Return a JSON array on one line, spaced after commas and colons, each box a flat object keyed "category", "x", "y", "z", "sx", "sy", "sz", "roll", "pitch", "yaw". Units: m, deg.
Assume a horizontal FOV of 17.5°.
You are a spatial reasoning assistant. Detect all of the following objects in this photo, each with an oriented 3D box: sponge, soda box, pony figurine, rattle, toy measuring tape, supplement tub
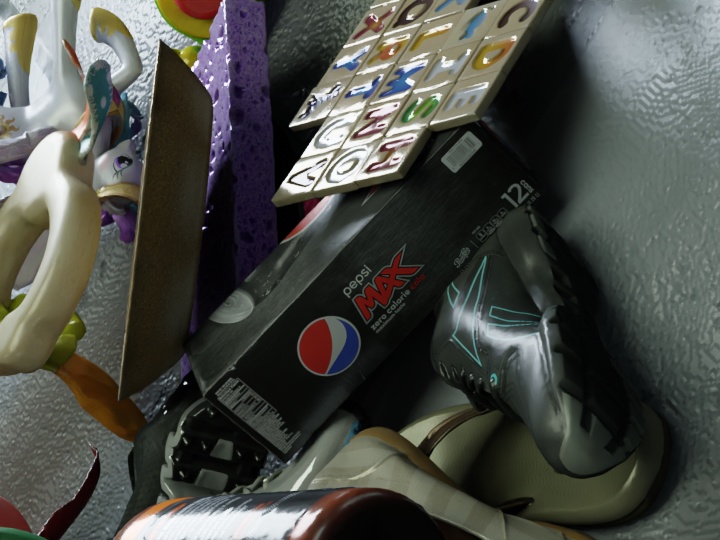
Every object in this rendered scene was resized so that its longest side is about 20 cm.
[{"category": "sponge", "x": -0.078, "y": -0.045, "z": 1.360, "sx": 0.112, "sy": 0.030, "sz": 0.201, "roll": 127, "pitch": 145, "yaw": -57}, {"category": "soda box", "x": 0.000, "y": 0.000, "z": 1.222, "sx": 0.200, "sy": 0.063, "sz": 0.071, "roll": -46, "pitch": 25, "yaw": 6}, {"category": "pony figurine", "x": -0.213, "y": -0.083, "z": 1.491, "sx": 0.193, "sy": 0.167, "sz": 0.200, "roll": -25, "pitch": 65, "yaw": 14}, {"category": "rattle", "x": -0.149, "y": -0.017, "z": 1.390, "sx": 0.130, "sy": 0.143, "sz": 0.200, "roll": -30, "pitch": 39, "yaw": 68}, {"category": "toy measuring tape", "x": -0.080, "y": -0.211, "z": 1.440, "sx": 0.074, "sy": 0.073, "sz": 0.200, "roll": 27, "pitch": 99, "yaw": 51}, {"category": "supplement tub", "x": -0.054, "y": 0.157, "z": 1.104, "sx": 0.200, "sy": 0.107, "sz": 0.107, "roll": -8, "pitch": 69, "yaw": 47}]

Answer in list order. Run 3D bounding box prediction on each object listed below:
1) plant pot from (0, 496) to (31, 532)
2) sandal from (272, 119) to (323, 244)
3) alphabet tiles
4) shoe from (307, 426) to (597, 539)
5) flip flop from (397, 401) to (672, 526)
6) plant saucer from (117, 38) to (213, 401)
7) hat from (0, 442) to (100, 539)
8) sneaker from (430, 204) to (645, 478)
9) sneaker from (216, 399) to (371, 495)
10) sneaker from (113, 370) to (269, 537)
[{"category": "plant pot", "x": -0.241, "y": 0.255, "z": 1.360, "sx": 0.201, "sy": 0.200, "sz": 0.177, "roll": -54, "pitch": 52, "yaw": 19}, {"category": "sandal", "x": -0.037, "y": -0.023, "z": 1.336, "sx": 0.075, "sy": 0.045, "sz": 0.200, "roll": -57, "pitch": 41, "yaw": 16}, {"category": "alphabet tiles", "x": 0.031, "y": -0.112, "z": 1.249, "sx": 0.167, "sy": 0.008, "sz": 0.200, "roll": -11, "pitch": 38, "yaw": 47}, {"category": "shoe", "x": 0.058, "y": 0.143, "z": 1.105, "sx": 0.200, "sy": 0.053, "sz": 0.070, "roll": 29, "pitch": 122, "yaw": 28}, {"category": "flip flop", "x": 0.065, "y": 0.098, "z": 1.159, "sx": 0.200, "sy": 0.057, "sz": 0.081, "roll": -12, "pitch": 66, "yaw": 46}, {"category": "plant saucer", "x": -0.106, "y": -0.026, "z": 1.290, "sx": 0.200, "sy": 0.035, "sz": 0.201, "roll": -174, "pitch": 90, "yaw": -85}, {"category": "hat", "x": -0.190, "y": 0.217, "z": 1.281, "sx": 0.200, "sy": 0.176, "sz": 0.166, "roll": -35, "pitch": 86, "yaw": -4}, {"category": "sneaker", "x": 0.081, "y": 0.047, "z": 1.120, "sx": 0.079, "sy": 0.075, "sz": 0.200, "roll": -36, "pitch": 24, "yaw": 14}, {"category": "sneaker", "x": -0.069, "y": 0.143, "z": 1.259, "sx": 0.087, "sy": 0.075, "sz": 0.200, "roll": 36, "pitch": 105, "yaw": 8}, {"category": "sneaker", "x": -0.108, "y": 0.141, "z": 1.342, "sx": 0.091, "sy": 0.066, "sz": 0.200, "roll": -114, "pitch": 44, "yaw": -61}]
